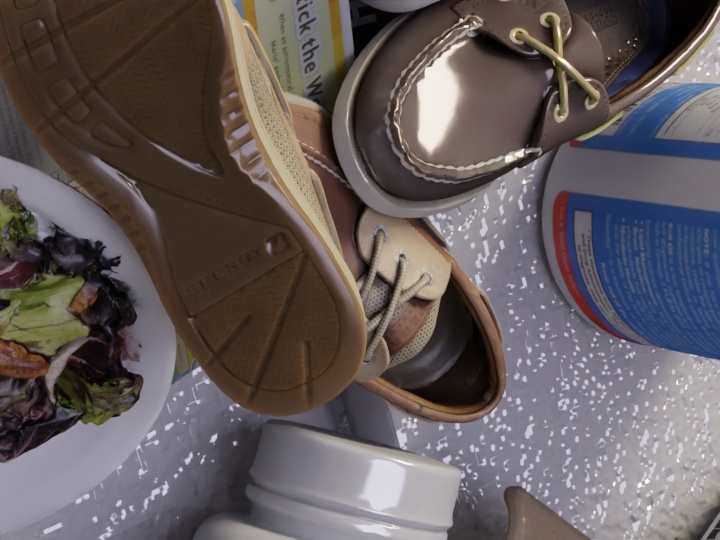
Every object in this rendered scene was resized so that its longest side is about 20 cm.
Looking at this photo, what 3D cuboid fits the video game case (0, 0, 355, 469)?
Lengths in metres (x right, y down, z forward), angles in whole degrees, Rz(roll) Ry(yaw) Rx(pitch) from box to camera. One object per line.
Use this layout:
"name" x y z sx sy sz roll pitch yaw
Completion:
"video game case" -0.076 -0.035 0.778 0.181 0.023 0.201 -33 142 -23

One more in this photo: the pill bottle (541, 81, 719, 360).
"pill bottle" 0.169 -0.016 0.876 0.112 0.200 0.113 -4 98 -29

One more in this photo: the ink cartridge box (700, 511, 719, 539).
"ink cartridge box" 0.163 0.168 0.946 0.200 0.039 0.100 -44 118 -45

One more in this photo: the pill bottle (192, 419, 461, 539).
"pill bottle" -0.023 0.162 0.837 0.109 0.109 0.202 15 88 -30

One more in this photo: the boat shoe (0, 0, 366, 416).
"boat shoe" -0.060 -0.050 0.693 0.071 0.065 0.201 -22 109 6

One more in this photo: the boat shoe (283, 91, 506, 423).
"boat shoe" 0.000 0.000 0.810 0.076 0.072 0.200 -52 144 2

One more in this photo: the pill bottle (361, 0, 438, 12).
"pill bottle" 0.073 -0.180 0.825 0.199 0.111 0.112 -26 108 -26

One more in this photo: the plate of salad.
"plate of salad" -0.157 0.038 0.720 0.198 0.048 0.201 -6 135 -6

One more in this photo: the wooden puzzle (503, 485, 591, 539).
"wooden puzzle" 0.083 0.212 0.907 0.185 0.046 0.201 39 55 -43

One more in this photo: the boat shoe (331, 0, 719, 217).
"boat shoe" 0.067 -0.078 0.825 0.200 0.059 0.072 -30 100 -46

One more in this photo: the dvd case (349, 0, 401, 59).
"dvd case" 0.030 -0.158 0.881 0.199 0.025 0.151 -18 104 -28
